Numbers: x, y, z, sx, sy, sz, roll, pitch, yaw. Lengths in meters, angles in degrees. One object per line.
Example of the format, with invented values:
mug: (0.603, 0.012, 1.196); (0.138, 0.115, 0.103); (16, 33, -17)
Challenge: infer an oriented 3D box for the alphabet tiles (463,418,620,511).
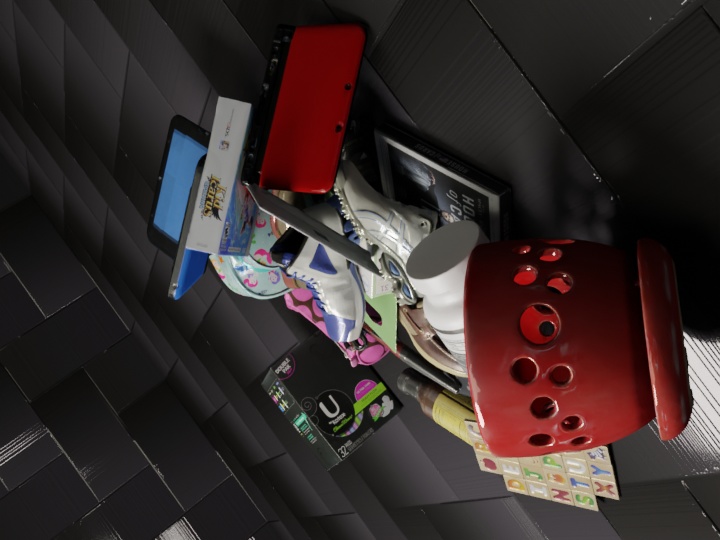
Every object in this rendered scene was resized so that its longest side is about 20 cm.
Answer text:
alphabet tiles: (0.236, 0.247, 1.142); (0.198, 0.006, 0.167); (5, 131, 35)

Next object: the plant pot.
plant pot: (0.200, 0.064, 0.793); (0.181, 0.201, 0.202); (-8, 122, 21)

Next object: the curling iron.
curling iron: (0.056, 0.125, 1.249); (0.199, 0.050, 0.026); (26, -178, 18)

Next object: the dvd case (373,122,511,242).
dvd case: (0.098, -0.076, 1.039); (0.199, 0.025, 0.151); (35, 150, 37)

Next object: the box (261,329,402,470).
box: (-0.054, 0.220, 1.533); (0.201, 0.148, 0.124); (51, 156, 8)

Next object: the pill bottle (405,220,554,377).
pill bottle: (0.141, 0.049, 0.975); (0.115, 0.116, 0.201); (10, 142, 56)

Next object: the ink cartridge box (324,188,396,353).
ink cartridge box: (0.000, 0.000, 1.193); (0.145, 0.048, 0.202); (44, 139, 50)

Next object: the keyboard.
keyboard: (-0.050, -0.044, 1.027); (0.199, 0.011, 0.056); (29, -158, -36)

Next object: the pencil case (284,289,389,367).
pencil case: (-0.039, 0.069, 1.379); (0.200, 0.094, 0.091); (35, 167, 39)

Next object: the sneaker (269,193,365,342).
sneaker: (-0.060, -0.002, 1.127); (0.080, 0.114, 0.201); (38, 135, 54)

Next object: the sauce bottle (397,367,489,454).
sauce bottle: (0.134, 0.199, 1.278); (0.199, 0.064, 0.065); (30, 146, 45)

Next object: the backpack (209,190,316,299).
backpack: (-0.145, -0.061, 1.305); (0.150, 0.177, 0.202); (9, 123, 59)

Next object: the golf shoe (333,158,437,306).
golf shoe: (0.041, -0.061, 1.041); (0.201, 0.097, 0.078); (56, -168, -18)

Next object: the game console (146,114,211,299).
game console: (-0.252, -0.090, 1.184); (0.117, 0.171, 0.202); (18, 111, 3)

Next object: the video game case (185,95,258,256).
video game case: (-0.160, -0.111, 1.109); (0.045, 0.183, 0.200); (12, -179, 2)

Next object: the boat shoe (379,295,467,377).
boat shoe: (0.095, 0.058, 1.163); (0.200, 0.072, 0.072); (48, 156, 29)

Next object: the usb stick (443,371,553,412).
usb stick: (0.182, 0.158, 1.174); (0.199, 0.033, 0.056); (9, 131, 58)

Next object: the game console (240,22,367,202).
game console: (-0.064, -0.181, 1.049); (0.117, 0.202, 0.172); (13, 173, 3)

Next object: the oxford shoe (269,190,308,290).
oxford shoe: (-0.073, -0.055, 1.183); (0.074, 0.071, 0.201); (11, 137, 20)

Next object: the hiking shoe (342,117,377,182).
hiking shoe: (-0.050, -0.172, 1.146); (0.199, 0.075, 0.102); (19, 122, 47)
